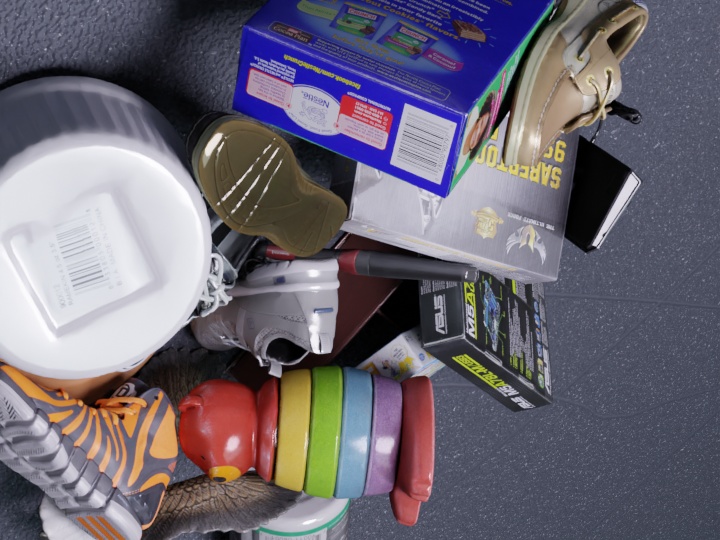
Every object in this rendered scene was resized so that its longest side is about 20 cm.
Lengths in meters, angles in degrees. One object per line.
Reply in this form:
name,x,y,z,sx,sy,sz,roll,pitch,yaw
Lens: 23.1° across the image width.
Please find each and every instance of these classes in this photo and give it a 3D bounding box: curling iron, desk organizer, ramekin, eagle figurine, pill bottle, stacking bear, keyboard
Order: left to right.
ramekin,-0.197,-0.024,1.210,0.199,0.098,0.201,-8,116,-18
eagle figurine,-0.168,0.174,1.462,0.200,0.151,0.152,-36,122,5
pill bottle,-0.067,0.260,1.650,0.113,0.113,0.201,-23,138,-28
stacking bear,-0.047,0.131,1.406,0.199,0.114,0.122,5,157,-5
desk organizer,-0.015,0.047,1.532,0.200,0.077,0.072,-48,144,2
curling iron,0.000,0.000,1.441,0.026,0.199,0.050,-69,152,-51
keyboard,0.190,-0.092,1.463,0.021,0.200,0.128,24,100,-19

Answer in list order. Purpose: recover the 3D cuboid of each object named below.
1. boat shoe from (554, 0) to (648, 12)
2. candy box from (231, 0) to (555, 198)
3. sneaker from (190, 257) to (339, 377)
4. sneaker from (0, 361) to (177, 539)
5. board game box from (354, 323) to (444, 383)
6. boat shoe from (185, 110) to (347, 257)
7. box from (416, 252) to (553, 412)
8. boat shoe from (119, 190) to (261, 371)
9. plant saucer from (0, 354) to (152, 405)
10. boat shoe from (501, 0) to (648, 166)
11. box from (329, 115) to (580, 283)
boat shoe,0.158,-0.182,1.500,0.200,0.066,0.073,-41,158,29
candy box,0.027,-0.157,1.247,0.200,0.168,0.077,-53,163,-48
sneaker,-0.082,0.046,1.395,0.074,0.082,0.200,-1,169,-27
sneaker,-0.217,0.114,1.357,0.200,0.077,0.112,54,50,-33
board game box,0.035,0.086,1.556,0.134,0.034,0.200,-38,173,24
boat shoe,-0.078,-0.066,1.261,0.072,0.066,0.201,-53,151,1
box,0.106,0.001,1.524,0.047,0.201,0.193,-15,154,27
boat shoe,-0.124,-0.002,1.340,0.200,0.068,0.074,-52,142,-23
plant saucer,-0.219,0.035,1.360,0.200,0.032,0.201,-26,139,-25
boat shoe,0.158,-0.144,1.277,0.074,0.066,0.200,96,18,-50
box,0.077,-0.089,1.404,0.199,0.048,0.159,16,77,-27
